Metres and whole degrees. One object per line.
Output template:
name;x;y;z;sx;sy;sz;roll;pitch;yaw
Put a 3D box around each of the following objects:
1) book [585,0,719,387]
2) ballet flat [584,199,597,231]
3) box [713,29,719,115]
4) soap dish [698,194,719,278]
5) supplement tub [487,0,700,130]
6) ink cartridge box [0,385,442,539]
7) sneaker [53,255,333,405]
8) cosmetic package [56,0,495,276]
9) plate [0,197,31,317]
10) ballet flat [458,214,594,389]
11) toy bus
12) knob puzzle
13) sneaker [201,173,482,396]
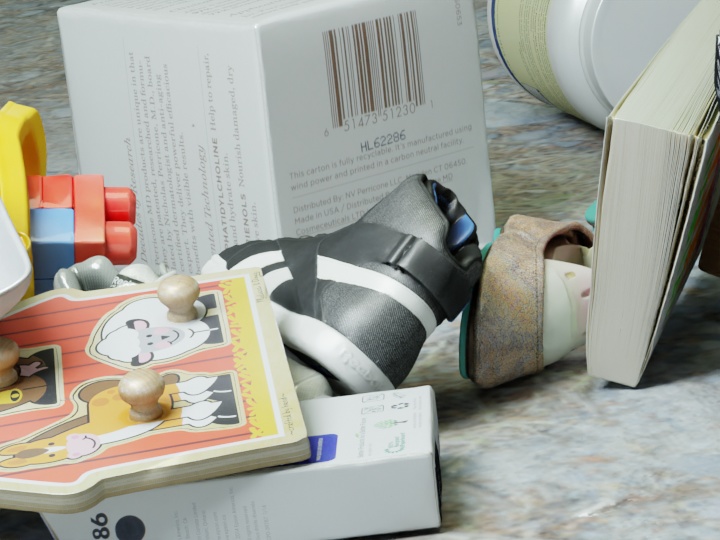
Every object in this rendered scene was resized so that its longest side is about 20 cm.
book;0.154;-0.043;1.344;0.048;0.134;0.200;14;26;12
ballet flat;0.215;-0.055;1.524;0.199;0.071;0.067;3;18;36
box;0.268;-0.027;1.194;0.197;0.201;0.050;-7;-31;3
soap dish;0.278;-0.018;1.325;0.156;0.082;0.200;-13;14;-18
supplement tub;0.179;-0.169;1.833;0.144;0.146;0.200;-11;15;-13
ink cartridge box;-0.064;0.090;1.172;0.199;0.039;0.100;-5;15;4
sneaker;-0.088;0.041;1.293;0.075;0.082;0.199;-17;18;-39
cosmetic package;-0.049;-0.085;1.588;0.167;0.167;0.199;-18;18;-36
plate;-0.251;0.016;1.249;0.199;0.032;0.200;-26;28;-5
ballet flat;0.092;0.010;1.354;0.067;0.069;0.200;2;17;9
toy bus;-0.216;-0.033;1.441;0.191;0.136;0.201;-4;44;-8
knob puzzle;-0.132;0.046;1.184;0.218;0.031;0.220;-6;26;3
sneaker;0.000;0.000;1.323;0.112;0.073;0.200;-47;25;-7
